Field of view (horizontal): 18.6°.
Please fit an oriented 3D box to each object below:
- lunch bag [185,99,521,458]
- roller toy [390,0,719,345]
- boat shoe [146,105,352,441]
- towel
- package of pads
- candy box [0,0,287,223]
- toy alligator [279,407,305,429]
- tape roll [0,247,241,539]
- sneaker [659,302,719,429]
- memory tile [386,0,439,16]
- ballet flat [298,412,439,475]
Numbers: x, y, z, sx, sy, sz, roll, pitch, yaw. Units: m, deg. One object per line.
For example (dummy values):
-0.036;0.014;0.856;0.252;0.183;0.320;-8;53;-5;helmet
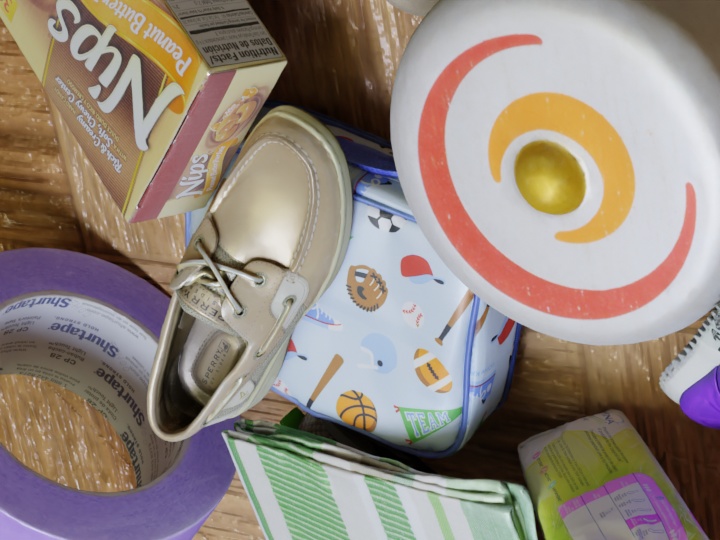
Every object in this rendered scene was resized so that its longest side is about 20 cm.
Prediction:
0.000;0.000;1.166;0.199;0.075;0.161;21;125;24;lunch bag
0.112;-0.068;0.996;0.182;0.140;0.200;44;133;3;roller toy
-0.062;0.007;1.122;0.072;0.065;0.201;36;129;15;boat shoe
0.023;0.154;1.176;0.199;0.023;0.153;10;131;39;towel
0.139;0.170;1.094;0.068;0.200;0.156;-18;107;-1;package of pads
-0.127;-0.139;1.135;0.201;0.055;0.116;56;137;22;candy box
0.021;0.159;1.267;0.200;0.059;0.054;49;175;-3;toy alligator
-0.174;0.091;1.258;0.200;0.200;0.085;43;133;5;tape roll
0.199;0.057;1.002;0.100;0.069;0.200;51;169;12;sneaker
-0.034;-0.208;1.019;0.152;0.017;0.201;17;144;33;memory tile
0.043;0.147;1.217;0.200;0.067;0.046;40;116;-2;ballet flat
